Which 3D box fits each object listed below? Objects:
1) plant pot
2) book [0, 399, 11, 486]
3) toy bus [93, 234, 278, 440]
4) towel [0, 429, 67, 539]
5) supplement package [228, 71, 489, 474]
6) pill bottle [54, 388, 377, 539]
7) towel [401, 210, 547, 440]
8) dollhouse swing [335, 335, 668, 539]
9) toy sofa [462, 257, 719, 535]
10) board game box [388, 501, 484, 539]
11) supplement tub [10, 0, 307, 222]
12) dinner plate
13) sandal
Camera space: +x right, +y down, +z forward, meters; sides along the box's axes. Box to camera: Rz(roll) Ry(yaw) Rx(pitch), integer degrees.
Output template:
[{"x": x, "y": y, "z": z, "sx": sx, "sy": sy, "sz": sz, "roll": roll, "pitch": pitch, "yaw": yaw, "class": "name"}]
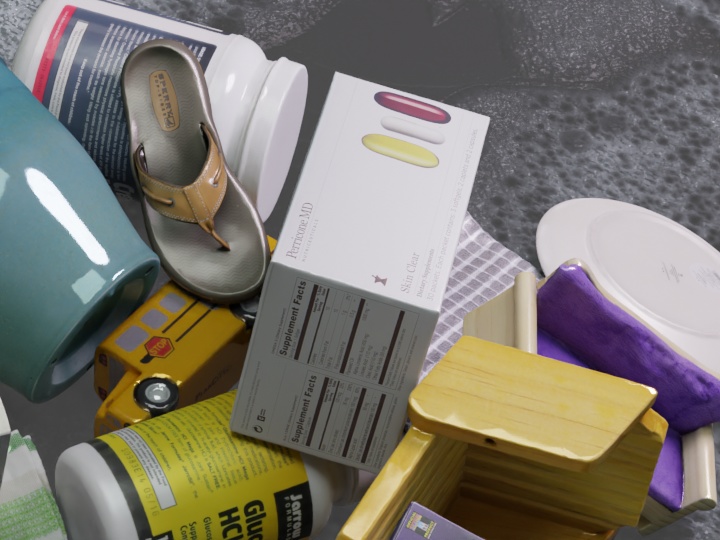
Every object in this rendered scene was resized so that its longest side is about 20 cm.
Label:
[{"x": -0.248, "y": -0.017, "z": 1.775, "sx": 0.188, "sy": 0.200, "sz": 0.200, "roll": 40, "pitch": 54, "yaw": 9, "class": "plant pot"}, {"x": -0.287, "y": 0.128, "z": 1.569, "sx": 0.133, "sy": 0.200, "sz": 0.048, "roll": -16, "pitch": 77, "yaw": -16, "class": "book"}, {"x": -0.121, "y": 0.054, "z": 1.805, "sx": 0.078, "sy": 0.065, "sz": 0.200, "roll": 31, "pitch": 51, "yaw": 19, "class": "toy bus"}, {"x": -0.255, "y": 0.206, "z": 1.660, "sx": 0.149, "sy": 0.031, "sz": 0.200, "roll": -21, "pitch": 51, "yaw": -9, "class": "towel"}, {"x": 0.000, "y": 0.000, "z": 1.671, "sx": 0.111, "sy": 0.156, "sz": 0.200, "roll": 16, "pitch": 42, "yaw": 0, "class": "supplement package"}, {"x": -0.091, "y": 0.141, "z": 1.699, "sx": 0.200, "sy": 0.113, "sz": 0.113, "roll": -19, "pitch": 53, "yaw": -22, "class": "pill bottle"}, {"x": 0.048, "y": 0.037, "z": 1.819, "sx": 0.165, "sy": 0.086, "sz": 0.200, "roll": 34, "pitch": 47, "yaw": 20, "class": "towel"}, {"x": 0.081, "y": 0.174, "z": 1.640, "sx": 0.181, "sy": 0.200, "sz": 0.176, "roll": 15, "pitch": 57, "yaw": 6, "class": "dollhouse swing"}, {"x": 0.166, "y": 0.086, "z": 1.729, "sx": 0.200, "sy": 0.097, "sz": 0.083, "roll": 37, "pitch": 38, "yaw": -30, "class": "toy sofa"}, {"x": 0.056, "y": 0.261, "z": 1.499, "sx": 0.165, "sy": 0.057, "sz": 0.200, "roll": 27, "pitch": 78, "yaw": 1, "class": "board game box"}, {"x": -0.152, "y": -0.119, "z": 1.905, "sx": 0.199, "sy": 0.141, "sz": 0.141, "roll": 16, "pitch": 48, "yaw": 7, "class": "supplement tub"}, {"x": 0.221, "y": 0.008, "z": 1.874, "sx": 0.200, "sy": 0.024, "sz": 0.200, "roll": 21, "pitch": 34, "yaw": -15, "class": "dinner plate"}, {"x": -0.120, "y": -0.072, "z": 1.796, "sx": 0.081, "sy": 0.055, "sz": 0.201, "roll": -15, "pitch": 81, "yaw": 0, "class": "sandal"}]
